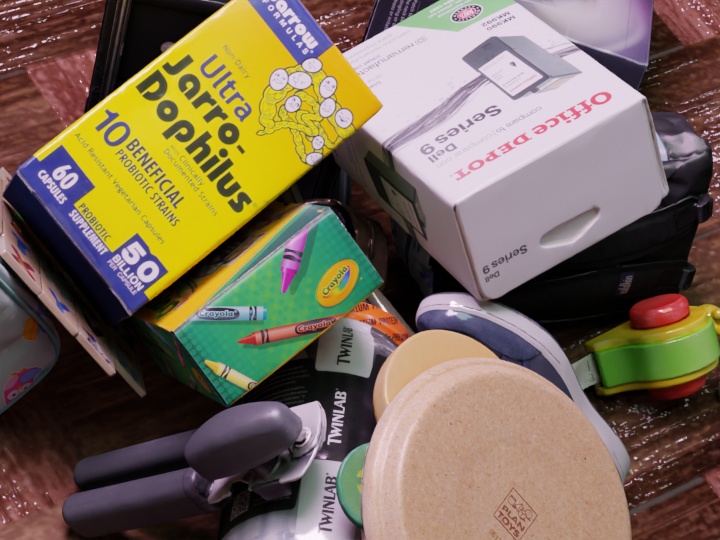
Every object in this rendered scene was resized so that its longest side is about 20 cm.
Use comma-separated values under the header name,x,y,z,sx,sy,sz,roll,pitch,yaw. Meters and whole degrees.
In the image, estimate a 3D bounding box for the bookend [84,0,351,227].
name,x,y,z,sx,sy,sz,roll,pitch,yaw
bookend,-0.082,-0.133,1.437,0.199,0.199,0.092,11,46,-9

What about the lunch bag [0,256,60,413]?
name,x,y,z,sx,sy,sz,roll,pitch,yaw
lunch bag,-0.267,0.034,1.229,0.160,0.200,0.077,-42,64,-5

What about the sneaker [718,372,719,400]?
name,x,y,z,sx,sy,sz,roll,pitch,yaw
sneaker,0.295,0.101,1.432,0.074,0.085,0.201,10,49,-10

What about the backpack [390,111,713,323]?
name,x,y,z,sx,sy,sz,roll,pitch,yaw
backpack,0.121,-0.035,1.460,0.199,0.164,0.154,-22,51,-23

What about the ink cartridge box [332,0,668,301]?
name,x,y,z,sx,sy,sz,roll,pitch,yaw
ink cartridge box,0.079,-0.088,1.349,0.146,0.084,0.200,-30,39,-13

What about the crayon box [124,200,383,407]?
name,x,y,z,sx,sy,sz,roll,pitch,yaw
crayon box,-0.073,0.016,1.299,0.119,0.200,0.058,-39,103,-11

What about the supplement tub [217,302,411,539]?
name,x,y,z,sx,sy,sz,roll,pitch,yaw
supplement tub,-0.020,0.123,1.291,0.122,0.123,0.201,12,49,-7

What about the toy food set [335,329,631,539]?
name,x,y,z,sx,sy,sz,roll,pitch,yaw
toy food set,0.074,0.146,1.221,0.200,0.049,0.198,36,56,-20

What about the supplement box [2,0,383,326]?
name,x,y,z,sx,sy,sz,roll,pitch,yaw
supplement box,-0.103,-0.072,1.281,0.200,0.109,0.109,-40,95,-14

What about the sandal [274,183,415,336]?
name,x,y,z,sx,sy,sz,roll,pitch,yaw
sandal,0.000,0.001,1.416,0.057,0.080,0.201,-38,85,-13

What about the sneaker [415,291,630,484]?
name,x,y,z,sx,sy,sz,roll,pitch,yaw
sneaker,0.090,0.121,1.310,0.202,0.077,0.146,48,46,-26

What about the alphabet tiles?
name,x,y,z,sx,sy,sz,roll,pitch,yaw
alphabet tiles,-0.190,-0.003,1.312,0.167,0.006,0.200,50,3,-19

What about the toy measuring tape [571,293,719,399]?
name,x,y,z,sx,sy,sz,roll,pitch,yaw
toy measuring tape,0.183,0.065,1.433,0.200,0.074,0.074,-24,61,-35

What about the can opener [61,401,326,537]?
name,x,y,z,sx,sy,sz,roll,pitch,yaw
can opener,-0.105,0.108,1.233,0.067,0.199,0.054,44,45,-35

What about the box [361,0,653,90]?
name,x,y,z,sx,sy,sz,roll,pitch,yaw
box,0.109,-0.186,1.571,0.198,0.124,0.200,18,37,-3
